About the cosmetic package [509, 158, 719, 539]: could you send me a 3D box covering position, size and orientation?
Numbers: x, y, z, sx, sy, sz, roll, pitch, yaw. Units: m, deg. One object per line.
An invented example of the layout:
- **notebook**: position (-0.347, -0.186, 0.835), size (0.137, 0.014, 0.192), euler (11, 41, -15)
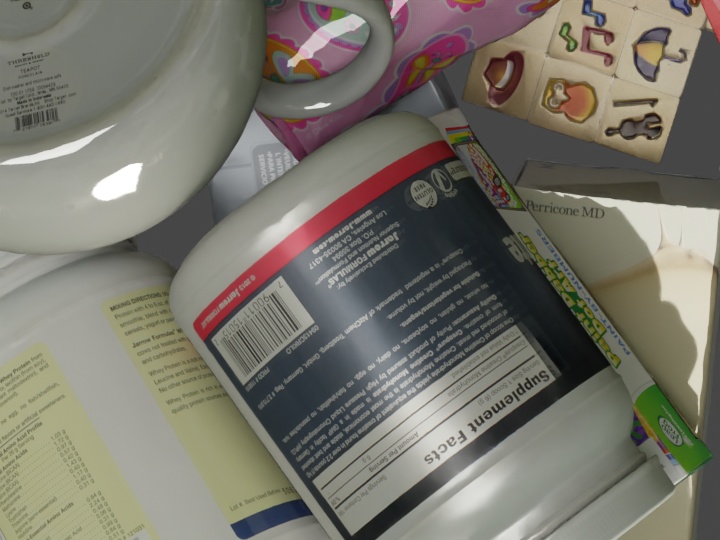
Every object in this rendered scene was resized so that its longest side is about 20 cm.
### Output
- **cosmetic package**: position (0.114, 0.056, 1.386), size (0.103, 0.073, 0.202), euler (5, 104, 9)

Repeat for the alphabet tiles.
- **alphabet tiles**: position (0.122, -0.158, 1.370), size (0.166, 0.008, 0.201), euler (18, 105, 4)

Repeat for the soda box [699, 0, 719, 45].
- **soda box**: position (0.154, -0.198, 1.320), size (0.070, 0.063, 0.201), euler (-24, 98, 13)

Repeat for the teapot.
- **teapot**: position (-0.119, -0.083, 1.244), size (0.199, 0.146, 0.198), euler (29, 72, 24)

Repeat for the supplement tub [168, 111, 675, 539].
- **supplement tub**: position (0.026, 0.048, 1.250), size (0.140, 0.140, 0.201), euler (-38, 84, 15)

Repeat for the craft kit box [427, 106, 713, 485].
- **craft kit box**: position (0.026, 0.064, 1.355), size (0.200, 0.048, 0.198), euler (-40, 80, 26)

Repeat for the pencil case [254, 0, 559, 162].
- **pencil case**: position (0.030, -0.130, 1.331), size (0.199, 0.087, 0.088), euler (-33, 96, 6)

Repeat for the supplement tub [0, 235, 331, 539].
- **supplement tub**: position (-0.111, 0.084, 1.310), size (0.145, 0.145, 0.201), euler (-37, 74, 15)

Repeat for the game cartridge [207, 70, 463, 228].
- **game cartridge**: position (0.000, 0.000, 1.411), size (0.132, 0.040, 0.202), euler (-5, 102, 14)
